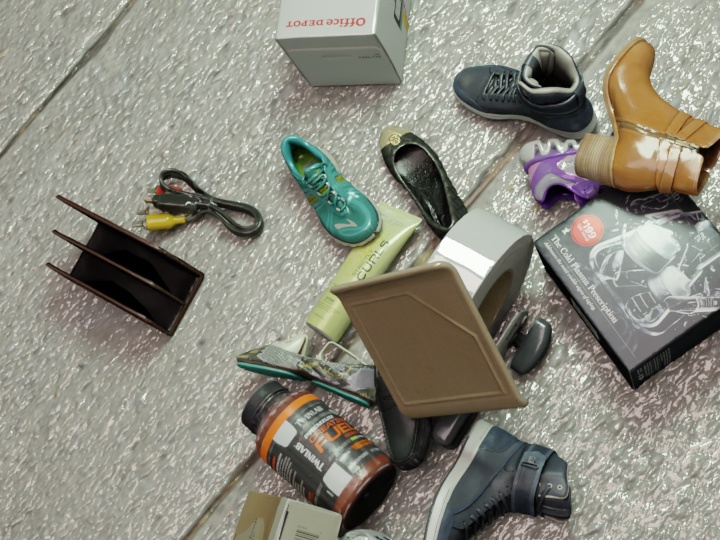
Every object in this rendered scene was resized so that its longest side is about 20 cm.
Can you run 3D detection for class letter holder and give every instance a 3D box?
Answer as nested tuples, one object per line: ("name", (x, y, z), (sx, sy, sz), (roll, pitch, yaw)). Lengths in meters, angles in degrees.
("letter holder", (-0.343, -0.010, 1.550), (0.199, 0.142, 0.101), (25, 82, 23))

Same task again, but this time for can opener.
("can opener", (0.165, 0.139, 1.383), (0.067, 0.053, 0.201), (30, 85, 25))

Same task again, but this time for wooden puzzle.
("wooden puzzle", (0.078, 0.080, 1.255), (0.184, 0.201, 0.037), (-13, 25, 46))

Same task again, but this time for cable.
("cable", (-0.227, -0.091, 1.607), (0.198, 0.051, 0.098), (10, 59, 8))

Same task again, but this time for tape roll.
("tape roll", (0.129, 0.029, 1.348), (0.070, 0.202, 0.204), (30, 84, 20))

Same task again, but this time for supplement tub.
("supplement tub", (-0.058, 0.224, 1.400), (0.199, 0.107, 0.107), (36, 86, 24))

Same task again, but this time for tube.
("tube", (0.000, 0.000, 1.486), (0.058, 0.052, 0.201), (35, 80, -3))

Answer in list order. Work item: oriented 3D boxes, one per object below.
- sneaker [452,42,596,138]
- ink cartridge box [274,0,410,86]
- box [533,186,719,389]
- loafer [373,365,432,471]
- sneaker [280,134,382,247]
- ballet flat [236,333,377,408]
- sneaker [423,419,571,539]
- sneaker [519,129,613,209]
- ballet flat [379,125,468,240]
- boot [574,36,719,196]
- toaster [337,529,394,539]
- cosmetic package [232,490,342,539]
("sneaker", (0.199, -0.245, 1.438), (0.201, 0.146, 0.078), (19, 81, 24))
("ink cartridge box", (-0.018, -0.380, 1.559), (0.145, 0.146, 0.202), (2, 73, 18))
("box", (0.340, 0.003, 1.340), (0.181, 0.104, 0.201), (-36, 66, 3))
("loafer", (0.045, 0.148, 1.387), (0.068, 0.070, 0.202), (-23, 53, 27))
("sneaker", (-0.047, -0.108, 1.511), (0.077, 0.080, 0.200), (-43, 60, 3))
("ballet flat", (-0.063, 0.121, 1.457), (0.198, 0.072, 0.073), (15, 78, 17))
("sneaker", (0.165, 0.279, 1.299), (0.145, 0.077, 0.203), (20, 56, 20))
("sneaker", (0.299, -0.123, 1.406), (0.198, 0.080, 0.089), (-8, 65, 22))
("ballet flat", (0.086, -0.122, 1.490), (0.066, 0.057, 0.201), (-35, 65, 4))
("boot", (0.355, -0.177, 1.310), (0.154, 0.074, 0.202), (14, 75, 34))
("toaster", (0.030, 0.394, 1.308), (0.199, 0.114, 0.130), (31, 88, 24))
("cosmetic package", (-0.095, 0.323, 1.329), (0.070, 0.200, 0.106), (20, 75, -15))
